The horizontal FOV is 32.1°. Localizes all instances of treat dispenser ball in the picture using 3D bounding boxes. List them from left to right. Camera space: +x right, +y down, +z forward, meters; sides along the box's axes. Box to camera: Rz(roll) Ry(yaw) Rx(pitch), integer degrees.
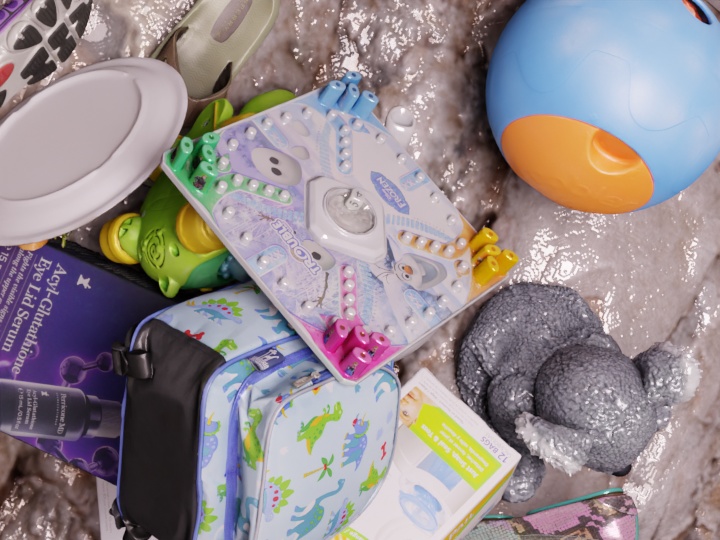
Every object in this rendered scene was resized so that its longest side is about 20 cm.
[{"bbox_3d":[0.203,-0.146,1.020,0.201,0.201,0.201,-1,97,-11],"label":"treat dispenser ball"}]

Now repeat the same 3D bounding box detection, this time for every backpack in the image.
[{"bbox_3d":[-0.056,0.103,0.878,0.200,0.147,0.183,-27,133,-46],"label":"backpack"}]

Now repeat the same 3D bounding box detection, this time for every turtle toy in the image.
[{"bbox_3d":[-0.101,-0.062,0.962,0.101,0.146,0.200,39,63,-32],"label":"turtle toy"}]

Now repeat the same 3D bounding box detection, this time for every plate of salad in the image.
[{"bbox_3d":[-0.218,-0.089,0.959,0.200,0.200,0.048,-35,132,-6],"label":"plate of salad"}]

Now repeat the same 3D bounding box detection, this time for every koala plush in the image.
[{"bbox_3d":[0.179,0.106,1.046,0.177,0.200,0.184,-26,101,-7],"label":"koala plush"}]

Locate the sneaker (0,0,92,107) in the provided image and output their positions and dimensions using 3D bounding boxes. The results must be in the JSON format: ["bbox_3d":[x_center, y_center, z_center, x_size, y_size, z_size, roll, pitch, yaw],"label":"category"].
[{"bbox_3d":[-0.293,-0.180,0.980,0.083,0.081,0.200,41,77,14],"label":"sneaker"}]

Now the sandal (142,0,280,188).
[{"bbox_3d":[-0.136,-0.161,1.020,0.080,0.057,0.201,29,93,-13],"label":"sandal"}]

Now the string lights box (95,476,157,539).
[{"bbox_3d":[-0.121,0.198,1.067,0.200,0.059,0.103,-4,98,-11],"label":"string lights box"}]

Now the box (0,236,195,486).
[{"bbox_3d":[-0.204,0.070,0.979,0.200,0.104,0.148,22,91,9],"label":"box"}]

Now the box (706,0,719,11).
[{"bbox_3d":[0.408,-0.296,1.130,0.144,0.036,0.200,36,88,-13],"label":"box"}]

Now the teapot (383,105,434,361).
[{"bbox_3d":[0.000,0.000,1.024,0.197,0.146,0.200,-36,103,-5],"label":"teapot"}]

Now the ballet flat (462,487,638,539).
[{"bbox_3d":[0.142,0.236,1.076,0.200,0.069,0.071,-14,66,24],"label":"ballet flat"}]

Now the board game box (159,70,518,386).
[{"bbox_3d":[-0.007,-0.041,0.871,0.200,0.026,0.200,50,44,9],"label":"board game box"}]

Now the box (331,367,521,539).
[{"bbox_3d":[0.017,0.195,0.996,0.112,0.101,0.200,42,66,18],"label":"box"}]
